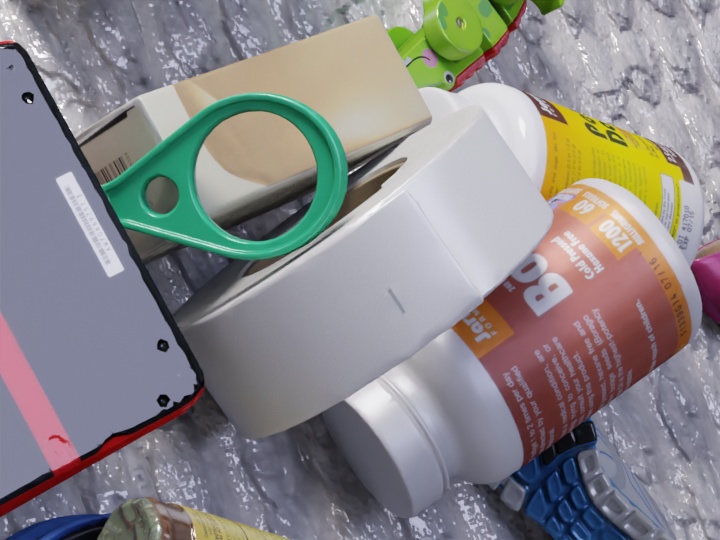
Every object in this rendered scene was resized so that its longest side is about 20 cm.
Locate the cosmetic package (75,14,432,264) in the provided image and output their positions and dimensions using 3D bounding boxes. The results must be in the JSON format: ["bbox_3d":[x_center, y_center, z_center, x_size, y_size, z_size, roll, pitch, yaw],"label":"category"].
[{"bbox_3d":[-0.066,-0.066,1.204,0.200,0.105,0.071,-26,88,-49],"label":"cosmetic package"}]

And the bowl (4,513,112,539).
[{"bbox_3d":[-0.109,0.209,1.063,0.200,0.039,0.201,22,55,-35],"label":"bowl"}]

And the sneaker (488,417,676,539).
[{"bbox_3d":[0.129,0.129,1.331,0.200,0.075,0.087,57,9,4],"label":"sneaker"}]

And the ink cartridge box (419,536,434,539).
[{"bbox_3d":[0.081,0.242,1.210,0.116,0.067,0.201,29,51,-31],"label":"ink cartridge box"}]

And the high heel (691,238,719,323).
[{"bbox_3d":[0.281,-0.038,1.557,0.096,0.067,0.200,50,55,-27],"label":"high heel"}]

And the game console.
[{"bbox_3d":[-0.189,0.012,1.049,0.177,0.031,0.200,-29,91,-26],"label":"game console"}]

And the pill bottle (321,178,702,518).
[{"bbox_3d":[0.080,0.045,1.236,0.200,0.112,0.112,-34,95,-18],"label":"pill bottle"}]

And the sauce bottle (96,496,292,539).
[{"bbox_3d":[-0.035,0.162,1.084,0.200,0.065,0.065,24,54,-35],"label":"sauce bottle"}]

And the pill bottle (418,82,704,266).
[{"bbox_3d":[0.105,-0.047,1.355,0.200,0.109,0.110,16,59,-39],"label":"pill bottle"}]

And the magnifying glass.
[{"bbox_3d":[-0.103,-0.035,1.093,0.022,0.199,0.080,-21,100,-79],"label":"magnifying glass"}]

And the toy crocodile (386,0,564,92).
[{"bbox_3d":[0.063,-0.147,1.397,0.062,0.067,0.200,53,42,-10],"label":"toy crocodile"}]

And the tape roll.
[{"bbox_3d":[0.000,0.000,1.159,0.071,0.202,0.202,55,42,-8],"label":"tape roll"}]
